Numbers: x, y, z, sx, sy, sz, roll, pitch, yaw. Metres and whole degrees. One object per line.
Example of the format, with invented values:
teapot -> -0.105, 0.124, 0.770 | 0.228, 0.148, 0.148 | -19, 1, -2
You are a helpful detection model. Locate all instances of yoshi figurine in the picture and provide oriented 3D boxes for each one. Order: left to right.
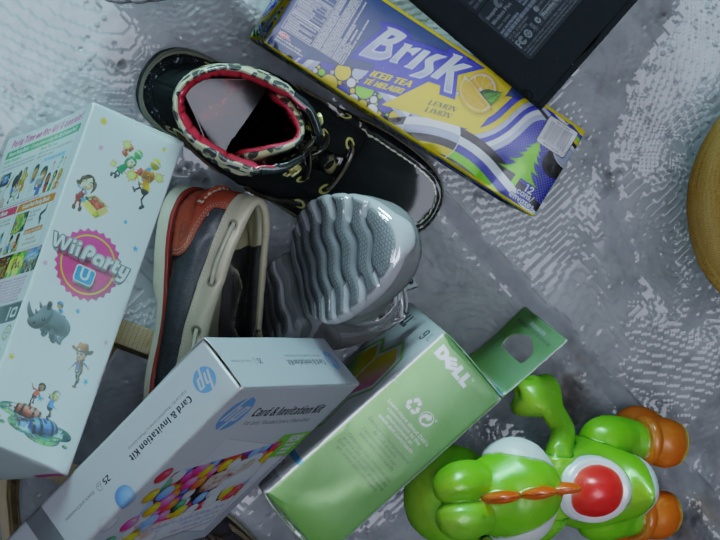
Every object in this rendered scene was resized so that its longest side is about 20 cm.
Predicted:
yoshi figurine -> 0.105, 0.132, 1.562 | 0.199, 0.113, 0.112 | -1, 140, -42

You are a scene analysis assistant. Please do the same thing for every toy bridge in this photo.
toy bridge -> -0.184, 0.123, 1.539 | 0.067, 0.027, 0.201 | 19, 83, 18

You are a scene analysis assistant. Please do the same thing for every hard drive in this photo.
hard drive -> 0.066, -0.201, 1.462 | 0.200, 0.140, 0.033 | 40, 48, -2

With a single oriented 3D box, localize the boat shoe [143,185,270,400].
boat shoe -> -0.087, 0.049, 1.530 | 0.062, 0.071, 0.202 | 8, 100, 32

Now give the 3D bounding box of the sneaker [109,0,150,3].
sneaker -> -0.075, -0.214, 1.467 | 0.199, 0.075, 0.082 | -21, 91, 28

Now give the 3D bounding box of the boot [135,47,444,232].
boot -> -0.034, -0.068, 1.487 | 0.203, 0.154, 0.074 | 25, 91, -11

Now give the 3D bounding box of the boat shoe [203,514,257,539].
boat shoe -> -0.078, 0.200, 1.561 | 0.199, 0.073, 0.075 | 32, 92, -13

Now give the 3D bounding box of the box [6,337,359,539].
box -> -0.108, 0.118, 1.435 | 0.200, 0.156, 0.041 | -46, 72, 16

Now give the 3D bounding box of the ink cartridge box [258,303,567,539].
ink cartridge box -> 0.024, 0.079, 1.546 | 0.200, 0.104, 0.059 | -42, 104, -2

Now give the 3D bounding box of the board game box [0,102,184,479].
board game box -> -0.184, 0.016, 1.446 | 0.064, 0.147, 0.201 | 23, 75, -23

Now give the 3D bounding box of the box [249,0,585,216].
box -> 0.034, -0.113, 1.536 | 0.199, 0.070, 0.065 | 33, 91, -13

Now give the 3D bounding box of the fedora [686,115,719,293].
fedora -> 0.300, -0.033, 1.575 | 0.199, 0.082, 0.202 | -1, 72, 2

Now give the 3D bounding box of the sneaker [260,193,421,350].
sneaker -> 0.000, 0.000, 1.496 | 0.081, 0.200, 0.075 | -4, 78, -21
